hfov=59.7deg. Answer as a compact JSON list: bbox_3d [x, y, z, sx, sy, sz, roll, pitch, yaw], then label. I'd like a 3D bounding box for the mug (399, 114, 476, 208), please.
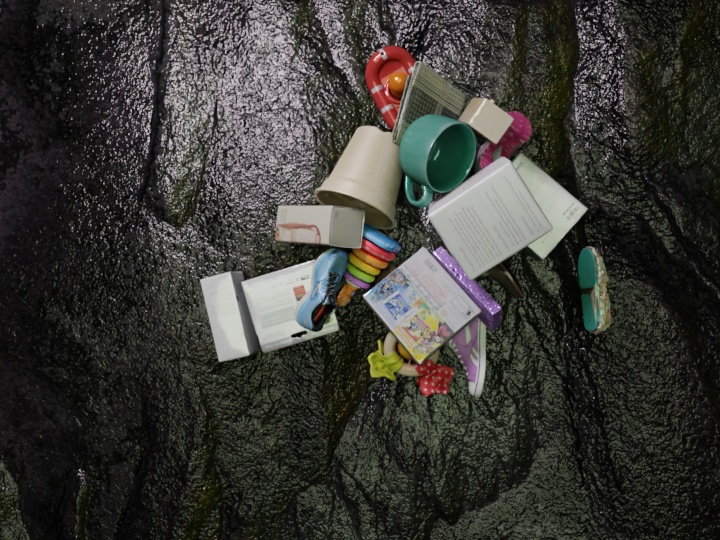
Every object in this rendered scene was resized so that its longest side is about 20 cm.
[{"bbox_3d":[0.146,-0.248,1.354,0.185,0.152,0.114,-42,45,-15],"label":"mug"}]

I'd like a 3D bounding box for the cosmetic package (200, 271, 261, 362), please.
[{"bbox_3d":[-0.307,0.109,1.494,0.081,0.113,0.202,-15,89,5],"label":"cosmetic package"}]

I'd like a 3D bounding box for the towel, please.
[{"bbox_3d":[0.155,-0.352,1.433,0.034,0.199,0.194,19,91,43],"label":"towel"}]

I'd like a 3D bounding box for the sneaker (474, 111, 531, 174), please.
[{"bbox_3d":[0.320,-0.287,1.456,0.081,0.088,0.200,41,70,-4],"label":"sneaker"}]

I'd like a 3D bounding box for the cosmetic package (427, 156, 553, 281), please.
[{"bbox_3d":[0.268,-0.115,1.331,0.199,0.166,0.168,-32,98,14],"label":"cosmetic package"}]

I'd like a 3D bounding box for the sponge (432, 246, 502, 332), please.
[{"bbox_3d":[0.240,0.042,1.413,0.030,0.112,0.200,-37,66,-8],"label":"sponge"}]

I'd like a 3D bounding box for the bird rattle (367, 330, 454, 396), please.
[{"bbox_3d":[0.120,0.200,1.436,0.198,0.113,0.164,12,108,10],"label":"bird rattle"}]

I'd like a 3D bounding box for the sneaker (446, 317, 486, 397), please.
[{"bbox_3d":[0.235,0.192,1.463,0.113,0.073,0.202,1,78,7],"label":"sneaker"}]

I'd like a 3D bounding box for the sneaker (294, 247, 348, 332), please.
[{"bbox_3d":[-0.070,0.048,1.389,0.078,0.090,0.201,16,101,-35],"label":"sneaker"}]

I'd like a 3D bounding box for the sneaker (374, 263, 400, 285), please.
[{"bbox_3d":[0.110,0.083,1.486,0.075,0.070,0.201,-33,84,24],"label":"sneaker"}]

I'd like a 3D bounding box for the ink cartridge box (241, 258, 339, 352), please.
[{"bbox_3d":[-0.158,0.082,1.493,0.198,0.084,0.177,-16,89,5],"label":"ink cartridge box"}]

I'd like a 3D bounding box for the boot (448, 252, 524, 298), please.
[{"bbox_3d":[0.289,0.005,1.465,0.097,0.075,0.200,-41,77,14],"label":"boot"}]

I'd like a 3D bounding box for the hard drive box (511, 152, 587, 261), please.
[{"bbox_3d":[0.389,-0.145,1.447,0.200,0.077,0.156,42,93,4],"label":"hard drive box"}]

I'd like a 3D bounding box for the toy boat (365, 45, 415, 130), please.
[{"bbox_3d":[0.091,-0.426,1.454,0.130,0.131,0.201,-28,87,4],"label":"toy boat"}]

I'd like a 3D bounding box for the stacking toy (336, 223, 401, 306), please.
[{"bbox_3d":[0.000,0.000,1.468,0.109,0.116,0.201,33,100,18],"label":"stacking toy"}]

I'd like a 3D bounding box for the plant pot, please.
[{"bbox_3d":[0.018,-0.220,1.441,0.199,0.201,0.185,20,80,6],"label":"plant pot"}]

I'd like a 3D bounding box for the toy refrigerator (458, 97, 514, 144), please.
[{"bbox_3d":[0.274,-0.335,1.384,0.076,0.200,0.070,34,105,-6],"label":"toy refrigerator"}]

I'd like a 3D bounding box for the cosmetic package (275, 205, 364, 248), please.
[{"bbox_3d":[-0.095,-0.100,1.430,0.199,0.103,0.088,6,90,48],"label":"cosmetic package"}]

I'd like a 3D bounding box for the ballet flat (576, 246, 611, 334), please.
[{"bbox_3d":[0.541,0.044,1.443,0.063,0.076,0.202,-4,93,-25],"label":"ballet flat"}]

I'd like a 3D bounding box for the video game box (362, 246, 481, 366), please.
[{"bbox_3d":[0.136,0.079,1.400,0.182,0.047,0.200,-37,72,-10],"label":"video game box"}]
